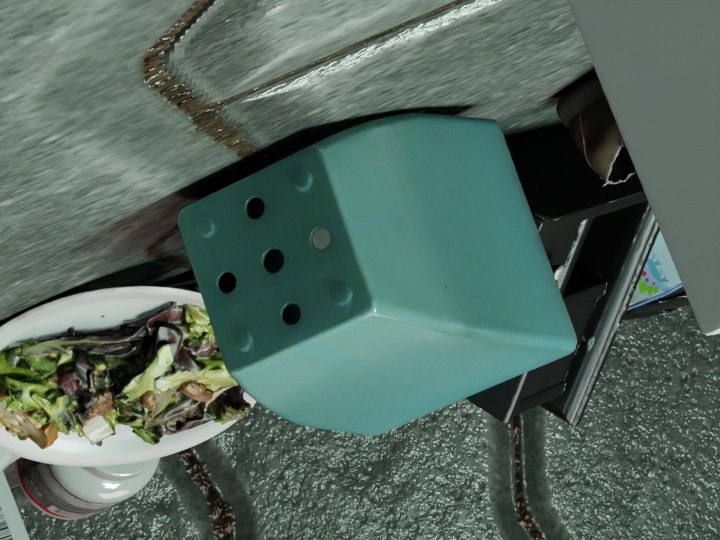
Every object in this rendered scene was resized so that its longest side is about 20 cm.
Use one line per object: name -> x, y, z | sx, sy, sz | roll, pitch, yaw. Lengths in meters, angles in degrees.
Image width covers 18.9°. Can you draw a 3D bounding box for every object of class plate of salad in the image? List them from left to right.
plate of salad -> -0.152, 0.077, 1.357 | 0.198, 0.048, 0.201 | -8, 144, -6

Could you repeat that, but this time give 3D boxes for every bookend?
bookend -> 0.100, 0.018, 1.443 | 0.199, 0.092, 0.200 | -15, 131, -55

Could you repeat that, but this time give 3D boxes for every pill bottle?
pill bottle -> -0.247, 0.165, 1.998 | 0.110, 0.111, 0.200 | -20, 175, -25

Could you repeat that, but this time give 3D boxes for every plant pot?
plant pot -> 0.000, 0.000, 1.143 | 0.141, 0.142, 0.200 | -24, 168, 21

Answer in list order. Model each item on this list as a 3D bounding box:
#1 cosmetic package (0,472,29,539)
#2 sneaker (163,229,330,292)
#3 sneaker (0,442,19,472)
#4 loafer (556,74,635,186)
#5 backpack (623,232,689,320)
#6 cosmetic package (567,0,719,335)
cosmetic package -> -0.380, 0.251, 1.774 | 0.199, 0.201, 0.123 | -23, 175, 8
sneaker -> -0.094, 0.036, 1.431 | 0.198, 0.080, 0.129 | -13, -170, 35
sneaker -> -0.247, 0.093, 1.430 | 0.200, 0.073, 0.085 | -36, 158, -51
loafer -> 0.184, -0.100, 1.262 | 0.073, 0.071, 0.200 | -21, 175, -19
backpack -> 0.262, -0.050, 1.740 | 0.199, 0.148, 0.183 | -26, 176, -19
cosmetic package -> 0.193, -0.098, 0.716 | 0.166, 0.169, 0.199 | -25, 174, 37
